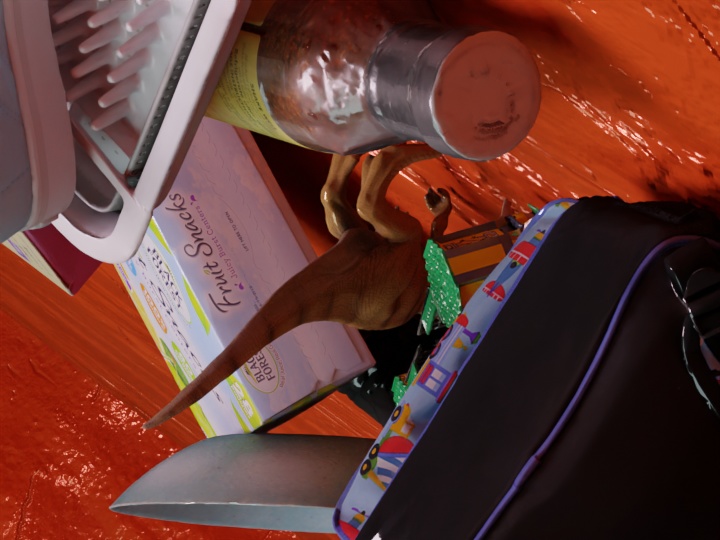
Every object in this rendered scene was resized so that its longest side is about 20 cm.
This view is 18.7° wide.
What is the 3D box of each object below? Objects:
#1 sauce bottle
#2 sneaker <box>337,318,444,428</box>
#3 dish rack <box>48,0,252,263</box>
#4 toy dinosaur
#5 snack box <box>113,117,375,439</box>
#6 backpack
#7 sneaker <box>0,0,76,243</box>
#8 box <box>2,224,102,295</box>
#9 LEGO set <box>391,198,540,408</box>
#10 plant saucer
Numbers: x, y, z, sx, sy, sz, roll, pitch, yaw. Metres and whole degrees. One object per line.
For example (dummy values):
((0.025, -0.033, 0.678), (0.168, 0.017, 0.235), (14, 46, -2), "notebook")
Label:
((-0.011, -0.070, 0.745), (0.066, 0.066, 0.200), (45, 170, -31), "sauce bottle")
((0.022, 0.053, 1.131), (0.099, 0.071, 0.200), (36, 174, -11), "sneaker")
((-0.103, -0.112, 0.746), (0.172, 0.044, 0.200), (48, 146, 12), "dish rack")
((0.000, 0.000, 0.870), (0.060, 0.106, 0.200), (10, -169, 32), "toy dinosaur")
((-0.074, -0.001, 1.082), (0.169, 0.068, 0.200), (61, 166, 4), "snack box")
((0.117, 0.091, 0.719), (0.200, 0.183, 0.135), (30, -179, -20), "backpack")
((-0.152, -0.088, 0.715), (0.074, 0.082, 0.200), (15, 128, 43), "sneaker")
((-0.232, -0.102, 1.287), (0.200, 0.097, 0.176), (35, 169, 18), "box")
((0.094, 0.057, 0.880), (0.200, 0.116, 0.154), (94, 156, -56), "LEGO set")
((-0.019, 0.102, 1.045), (0.201, 0.039, 0.201), (2, 170, 0), "plant saucer")
